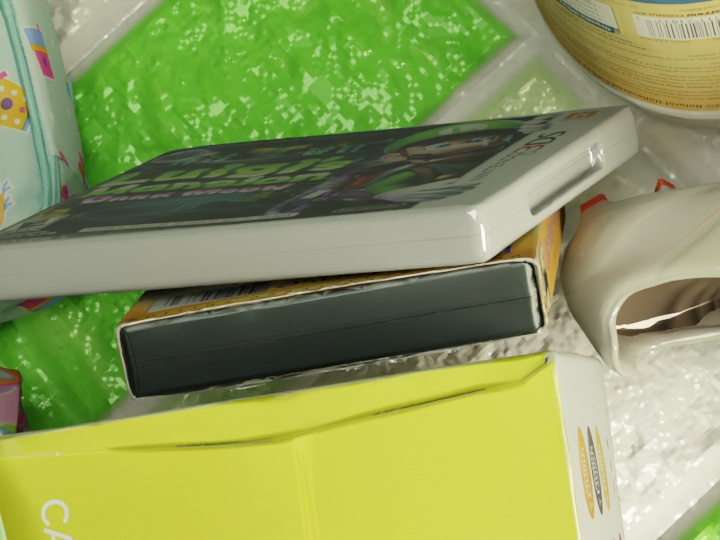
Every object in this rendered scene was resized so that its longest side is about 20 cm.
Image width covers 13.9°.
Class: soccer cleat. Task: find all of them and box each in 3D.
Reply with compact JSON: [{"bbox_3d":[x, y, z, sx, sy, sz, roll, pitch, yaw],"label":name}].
[{"bbox_3d":[0.172,-0.018,1.099,0.199,0.069,0.078,-23,44,10],"label":"soccer cleat"}]

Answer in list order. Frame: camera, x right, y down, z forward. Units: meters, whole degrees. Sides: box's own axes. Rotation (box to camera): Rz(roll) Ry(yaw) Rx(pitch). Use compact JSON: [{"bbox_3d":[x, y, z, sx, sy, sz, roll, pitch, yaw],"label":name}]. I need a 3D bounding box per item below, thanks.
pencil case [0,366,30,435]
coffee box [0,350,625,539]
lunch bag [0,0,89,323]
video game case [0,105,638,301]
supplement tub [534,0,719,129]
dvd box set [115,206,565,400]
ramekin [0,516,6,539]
[{"bbox_3d":[-0.226,0.066,1.121,0.199,0.087,0.088,7,75,-8],"label":"pencil case"},{"bbox_3d":[-0.008,0.140,1.008,0.199,0.198,0.200,-8,86,8],"label":"coffee box"},{"bbox_3d":[-0.198,-0.063,1.181,0.160,0.077,0.201,-16,73,6],"label":"lunch bag"},{"bbox_3d":[-0.019,-0.026,1.069,0.199,0.182,0.023,-5,101,23],"label":"video game case"},{"bbox_3d":[0.123,-0.140,1.075,0.144,0.200,0.145,-3,73,11],"label":"supplement tub"},{"bbox_3d":[0.000,0.000,1.068,0.146,0.200,0.030,-10,100,7],"label":"dvd box set"},{"bbox_3d":[-0.191,0.128,0.958,0.097,0.200,0.201,-4,70,-30],"label":"ramekin"}]
